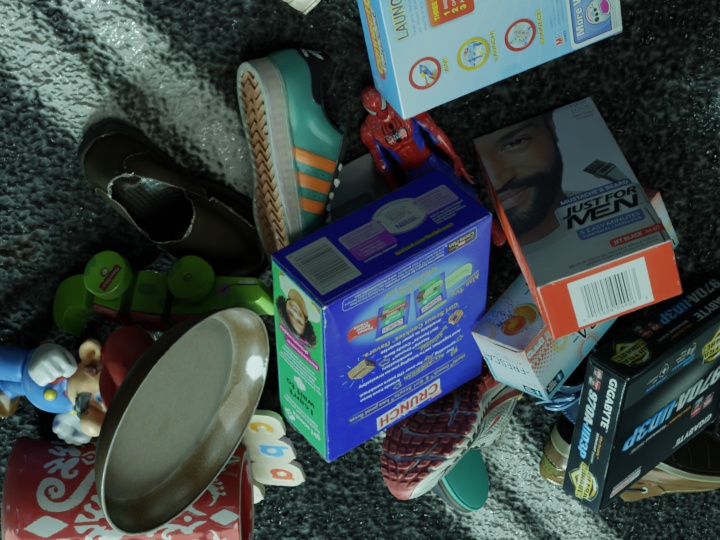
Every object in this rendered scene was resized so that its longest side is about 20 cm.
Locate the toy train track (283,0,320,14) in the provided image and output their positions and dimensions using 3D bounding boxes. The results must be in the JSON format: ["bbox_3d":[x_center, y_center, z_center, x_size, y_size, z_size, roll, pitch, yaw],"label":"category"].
[{"bbox_3d":[0.019,-0.218,1.256,0.200,0.033,0.115,29,115,-32],"label":"toy train track"}]

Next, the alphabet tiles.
[{"bbox_3d":[-0.152,0.150,1.447,0.195,0.015,0.200,2,143,15],"label":"alphabet tiles"}]

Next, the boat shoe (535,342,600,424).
[{"bbox_3d":[0.187,0.089,1.509,0.084,0.069,0.200,-30,128,9],"label":"boat shoe"}]

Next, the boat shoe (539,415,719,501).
[{"bbox_3d":[0.273,0.189,1.614,0.199,0.072,0.068,12,127,-11],"label":"boat shoe"}]

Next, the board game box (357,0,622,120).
[{"bbox_3d":[0.092,-0.239,1.220,0.195,0.056,0.200,-22,129,-12],"label":"board game box"}]

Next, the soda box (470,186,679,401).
[{"bbox_3d":[0.185,0.013,1.394,0.200,0.063,0.068,-47,131,-21],"label":"soda box"}]

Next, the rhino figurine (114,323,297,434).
[{"bbox_3d":[-0.136,0.098,1.435,0.200,0.060,0.087,33,131,-30],"label":"rhino figurine"}]

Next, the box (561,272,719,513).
[{"bbox_3d":[0.271,0.110,1.498,0.200,0.046,0.159,-28,138,-39],"label":"box"}]

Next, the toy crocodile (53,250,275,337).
[{"bbox_3d":[-0.161,0.025,1.337,0.199,0.062,0.068,3,162,20],"label":"toy crocodile"}]

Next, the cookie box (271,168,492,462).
[{"bbox_3d":[0.018,0.039,1.343,0.171,0.075,0.200,-28,142,-24],"label":"cookie box"}]

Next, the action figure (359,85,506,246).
[{"bbox_3d":[0.055,-0.082,1.362,0.065,0.052,0.200,-29,126,14],"label":"action figure"}]

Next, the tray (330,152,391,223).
[{"bbox_3d":[0.000,0.000,1.412,0.107,0.022,0.200,-28,129,-4],"label":"tray"}]

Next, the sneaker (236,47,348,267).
[{"bbox_3d":[-0.043,-0.080,1.306,0.080,0.071,0.201,-19,118,-24],"label":"sneaker"}]

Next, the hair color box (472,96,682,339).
[{"bbox_3d":[0.171,-0.047,1.318,0.111,0.200,0.064,-20,130,1],"label":"hair color box"}]

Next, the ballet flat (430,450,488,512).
[{"bbox_3d":[0.058,0.153,1.531,0.073,0.073,0.200,-27,130,6],"label":"ballet flat"}]

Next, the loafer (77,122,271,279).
[{"bbox_3d":[-0.146,-0.039,1.323,0.200,0.071,0.073,33,113,-33],"label":"loafer"}]

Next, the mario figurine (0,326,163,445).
[{"bbox_3d":[-0.245,0.103,1.330,0.199,0.123,0.106,-2,97,32],"label":"mario figurine"}]

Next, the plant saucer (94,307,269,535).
[{"bbox_3d":[-0.145,0.113,1.282,0.200,0.032,0.201,-45,150,-35],"label":"plant saucer"}]

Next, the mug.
[{"bbox_3d":[-0.195,0.200,1.429,0.199,0.178,0.134,-2,113,4],"label":"mug"}]

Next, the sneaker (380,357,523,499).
[{"bbox_3d":[0.092,0.137,1.454,0.200,0.078,0.082,-44,132,-36],"label":"sneaker"}]
